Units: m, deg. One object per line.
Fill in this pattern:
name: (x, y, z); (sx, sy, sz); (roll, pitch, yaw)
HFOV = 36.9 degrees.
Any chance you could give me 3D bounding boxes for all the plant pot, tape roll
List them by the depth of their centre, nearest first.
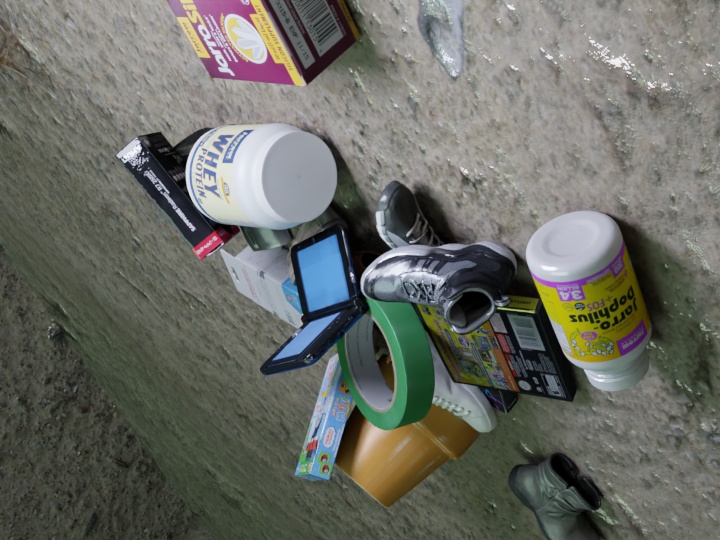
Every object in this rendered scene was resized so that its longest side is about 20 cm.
tape roll: (0.032, 0.121, 1.508); (0.200, 0.048, 0.201); (36, 132, 52)
plant pot: (0.054, 0.265, 1.709); (0.200, 0.183, 0.200); (40, 173, 6)

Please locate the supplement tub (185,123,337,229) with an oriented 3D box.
supplement tub: (-0.139, -0.132, 1.507); (0.200, 0.145, 0.145); (8, 136, 53)

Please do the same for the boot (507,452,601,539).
boot: (0.324, 0.367, 1.653); (0.200, 0.068, 0.131); (47, 150, -7)

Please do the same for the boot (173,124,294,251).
boot: (-0.201, -0.125, 1.694); (0.182, 0.073, 0.200); (7, 134, 54)

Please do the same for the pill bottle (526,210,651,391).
pill bottle: (0.260, 0.039, 1.193); (0.104, 0.104, 0.200); (16, 143, 47)

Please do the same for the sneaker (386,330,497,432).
sneaker: (0.113, 0.179, 1.582); (0.200, 0.085, 0.073); (47, 154, -8)

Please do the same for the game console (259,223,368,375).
game console: (-0.084, 0.046, 1.526); (0.118, 0.171, 0.200); (50, 155, -9)

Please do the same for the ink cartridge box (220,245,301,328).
ink cartridge box: (-0.138, 0.018, 1.826); (0.200, 0.067, 0.116); (29, 151, 36)

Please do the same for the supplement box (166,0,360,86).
supplement box: (-0.118, -0.301, 1.263); (0.200, 0.103, 0.131); (15, 143, 49)

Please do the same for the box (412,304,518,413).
box: (0.135, 0.120, 1.598); (0.200, 0.036, 0.143); (27, 150, 38)

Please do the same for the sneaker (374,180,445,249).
sneaker: (0.096, -0.033, 1.394); (0.115, 0.075, 0.200); (19, 152, 31)

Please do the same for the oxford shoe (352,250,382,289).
oxford shoe: (0.000, 0.000, 1.593); (0.200, 0.071, 0.071); (3, 128, 41)

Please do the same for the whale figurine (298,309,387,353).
whale figurine: (-0.020, 0.082, 1.730); (0.159, 0.104, 0.200); (9, 167, 18)

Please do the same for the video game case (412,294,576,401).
video game case: (0.178, 0.097, 1.430); (0.181, 0.026, 0.200); (6, 143, 31)

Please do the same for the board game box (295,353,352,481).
board game box: (-0.048, 0.227, 1.689); (0.037, 0.200, 0.151); (19, 165, -7)

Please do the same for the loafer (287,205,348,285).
loafer: (-0.072, -0.044, 1.647); (0.063, 0.072, 0.200); (59, 152, 13)

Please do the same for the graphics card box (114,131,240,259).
graphics card box: (-0.270, -0.114, 1.614); (0.200, 0.051, 0.125); (52, -169, -6)

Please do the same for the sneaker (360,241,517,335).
sneaker: (0.091, 0.024, 1.324); (0.200, 0.114, 0.076); (-8, 122, 15)
